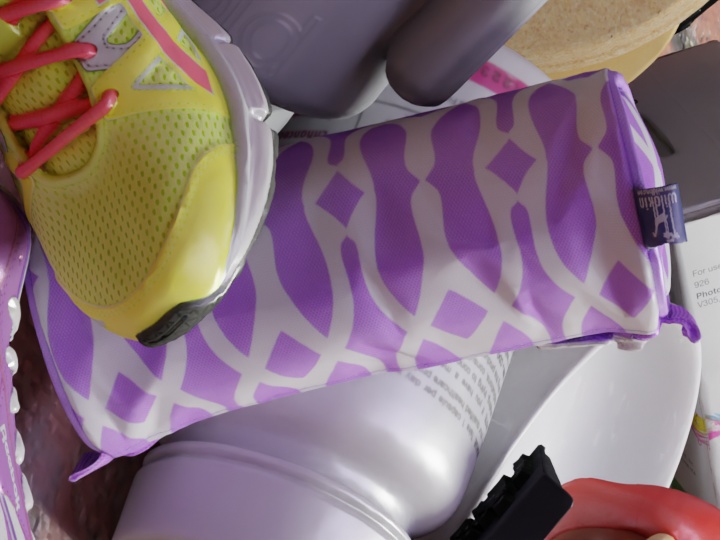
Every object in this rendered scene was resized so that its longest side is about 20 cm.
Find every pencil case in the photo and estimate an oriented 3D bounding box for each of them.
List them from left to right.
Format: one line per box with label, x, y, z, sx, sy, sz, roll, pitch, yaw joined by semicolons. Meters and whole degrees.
pencil case;0.000;0.000;0.753;0.084;0.200;0.086;-64;141;-72

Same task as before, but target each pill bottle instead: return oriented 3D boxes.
pill bottle;-0.005;0.021;0.854;0.113;0.113;0.200;54;49;-51

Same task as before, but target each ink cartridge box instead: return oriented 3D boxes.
ink cartridge box;0.160;0.020;1.118;0.145;0.087;0.200;-121;-167;-59

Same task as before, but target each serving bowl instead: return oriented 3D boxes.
serving bowl;0.054;0.089;0.998;0.200;0.066;0.200;-42;149;-33

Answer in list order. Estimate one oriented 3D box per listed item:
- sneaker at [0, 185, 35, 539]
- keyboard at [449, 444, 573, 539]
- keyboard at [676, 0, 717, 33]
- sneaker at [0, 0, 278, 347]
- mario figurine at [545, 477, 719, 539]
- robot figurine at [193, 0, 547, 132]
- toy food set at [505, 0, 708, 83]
sneaker;-0.111;0.047;0.711;0.114;0.073;0.201;-60;143;-43
keyboard;0.000;0.144;0.838;0.200;0.021;0.127;-51;-174;5
keyboard;0.085;-0.095;1.040;0.200;0.104;0.040;-30;84;-42
sneaker;-0.090;-0.070;0.690;0.090;0.078;0.200;12;51;-51
mario figurine;0.080;0.157;0.900;0.200;0.123;0.106;-38;132;-36
robot figurine;-0.007;-0.126;0.772;0.200;0.170;0.113;-51;160;19
toy food set;0.063;-0.159;0.861;0.200;0.198;0.049;35;16;-23
